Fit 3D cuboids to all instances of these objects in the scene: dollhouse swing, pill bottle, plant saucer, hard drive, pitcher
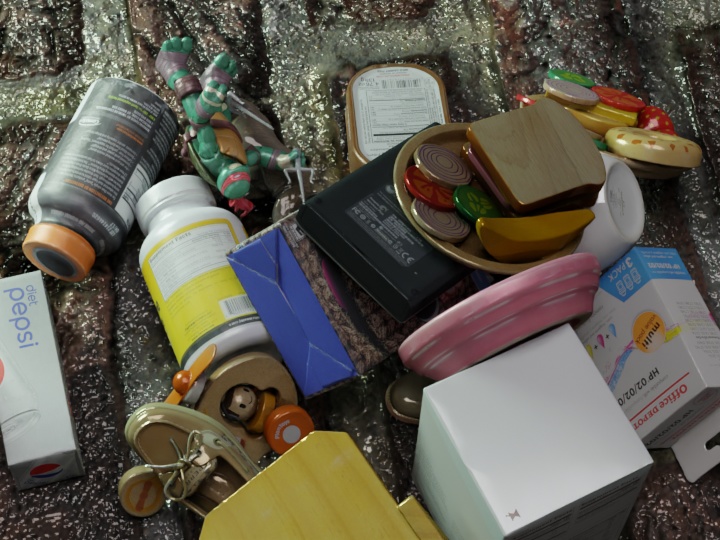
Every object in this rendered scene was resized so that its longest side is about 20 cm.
[{"bbox_3d":[-0.016,0.279,1.495,0.199,0.182,0.176,-38,41,-1],"label":"dollhouse swing"},{"bbox_3d":[-0.269,-0.088,1.708,0.105,0.107,0.201,19,62,9],"label":"pill bottle"},{"bbox_3d":[0.133,0.051,1.521,0.199,0.201,0.051,-23,78,-14],"label":"plant saucer"},{"bbox_3d":[0.055,-0.050,1.545,0.139,0.033,0.199,43,48,15],"label":"hard drive"},{"bbox_3d":[-0.151,0.010,1.654,0.111,0.112,0.201,-19,63,-12],"label":"pill bottle"},{"bbox_3d":[0.176,-0.022,1.656,0.199,0.121,0.173,-14,71,35],"label":"pitcher"}]

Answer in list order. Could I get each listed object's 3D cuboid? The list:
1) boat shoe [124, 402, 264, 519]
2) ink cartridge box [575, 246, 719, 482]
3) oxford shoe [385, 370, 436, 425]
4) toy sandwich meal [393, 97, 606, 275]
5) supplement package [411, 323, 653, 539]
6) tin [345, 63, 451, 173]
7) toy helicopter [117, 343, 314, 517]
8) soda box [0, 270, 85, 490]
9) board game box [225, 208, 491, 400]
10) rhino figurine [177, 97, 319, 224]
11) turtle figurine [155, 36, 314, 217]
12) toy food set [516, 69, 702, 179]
[{"bbox_3d":[-0.128,0.193,1.532,0.199,0.063,0.074,35,104,-11],"label":"boat shoe"},{"bbox_3d":[0.289,0.092,1.612,0.067,0.115,0.201,2,53,-41],"label":"ink cartridge box"},{"bbox_3d":[0.121,0.098,1.634,0.198,0.074,0.071,-13,62,-9],"label":"oxford shoe"},{"bbox_3d":[0.129,-0.081,1.526,0.203,0.071,0.206,10,47,-11],"label":"toy sandwich meal"},{"bbox_3d":[0.148,0.180,1.517,0.150,0.201,0.153,-23,64,-14],"label":"supplement package"},{"bbox_3d":[0.040,-0.149,1.758,0.111,0.042,0.201,-6,42,0],"label":"tin"},{"bbox_3d":[-0.150,0.151,1.578,0.200,0.133,0.079,-39,27,-3],"label":"toy helicopter"},{"bbox_3d":[-0.319,0.105,1.623,0.068,0.064,0.201,-12,62,-8],"label":"soda box"},{"bbox_3d":[0.000,0.000,1.603,0.199,0.097,0.160,-33,95,-40],"label":"board game box"},{"bbox_3d":[-0.103,-0.102,1.749,0.087,0.060,0.200,-33,69,-18],"label":"rhino figurine"},{"bbox_3d":[-0.133,-0.138,1.669,0.100,0.150,0.201,-34,57,9],"label":"turtle figurine"},{"bbox_3d":[0.255,-0.149,1.734,0.196,0.049,0.200,19,22,5],"label":"toy food set"}]
